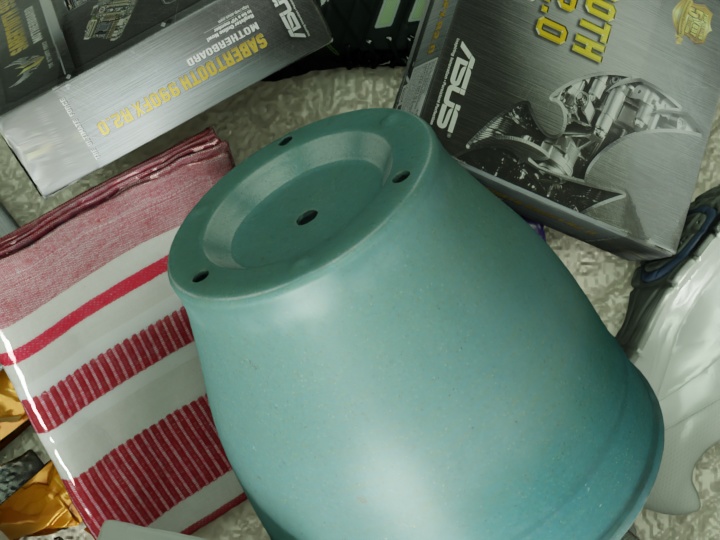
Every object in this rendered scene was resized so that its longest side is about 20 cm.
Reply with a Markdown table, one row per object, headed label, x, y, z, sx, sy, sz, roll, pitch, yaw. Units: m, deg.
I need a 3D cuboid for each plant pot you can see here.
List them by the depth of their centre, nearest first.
| label | x | y | z | sx | sy | sz | roll | pitch | yaw |
| --- | --- | --- | --- | --- | --- | --- | --- | --- | --- |
| plant pot | 0.014 | 0.035 | 0.799 | 0.200 | 0.200 | 0.188 | -30 | 120 | -1 |

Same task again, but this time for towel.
| label | x | y | z | sx | sy | sz | roll | pitch | yaw |
| --- | --- | --- | --- | --- | --- | --- | --- | --- | --- |
| towel | -0.098 | 0.045 | 0.862 | 0.144 | 0.023 | 0.200 | -30 | 122 | -16 |

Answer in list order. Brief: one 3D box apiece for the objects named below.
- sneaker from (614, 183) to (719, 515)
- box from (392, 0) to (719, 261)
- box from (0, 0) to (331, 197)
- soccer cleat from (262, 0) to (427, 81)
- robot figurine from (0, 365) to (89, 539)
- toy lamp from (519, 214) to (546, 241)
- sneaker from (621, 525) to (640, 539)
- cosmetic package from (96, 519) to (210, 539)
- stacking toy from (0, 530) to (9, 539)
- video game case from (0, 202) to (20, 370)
| label | x | y | z | sx | sy | sz | roll | pitch | yaw |
| --- | --- | --- | --- | --- | --- | --- | --- | --- | --- |
| sneaker | 0.179 | 0.036 | 0.907 | 0.087 | 0.075 | 0.200 | 31 | 87 | -10 |
| box | 0.113 | -0.124 | 0.897 | 0.158 | 0.048 | 0.200 | 22 | 78 | -18 |
| box | -0.115 | -0.132 | 0.883 | 0.158 | 0.200 | 0.048 | -30 | 122 | -1 |
| soccer cleat | 0.033 | -0.137 | 0.937 | 0.200 | 0.068 | 0.081 | -24 | 82 | -2 |
| robot figurine | -0.177 | 0.102 | 0.920 | 0.200 | 0.058 | 0.145 | -39 | 80 | -3 |
| toy lamp | 0.000 | 0.000 | 0.924 | 0.200 | 0.058 | 0.058 | -5 | 81 | 5 |
| sneaker | 0.135 | 0.184 | 0.843 | 0.081 | 0.088 | 0.200 | -49 | 63 | 7 |
| cosmetic package | -0.078 | 0.213 | 0.820 | 0.107 | 0.200 | 0.085 | 11 | 51 | 5 |
| stacking toy | -0.247 | 0.199 | 0.791 | 0.146 | 0.200 | 0.146 | 7 | 115 | 15 |
| video game case | -0.274 | 0.009 | 0.929 | 0.182 | 0.022 | 0.200 | -41 | 62 | -2 |
